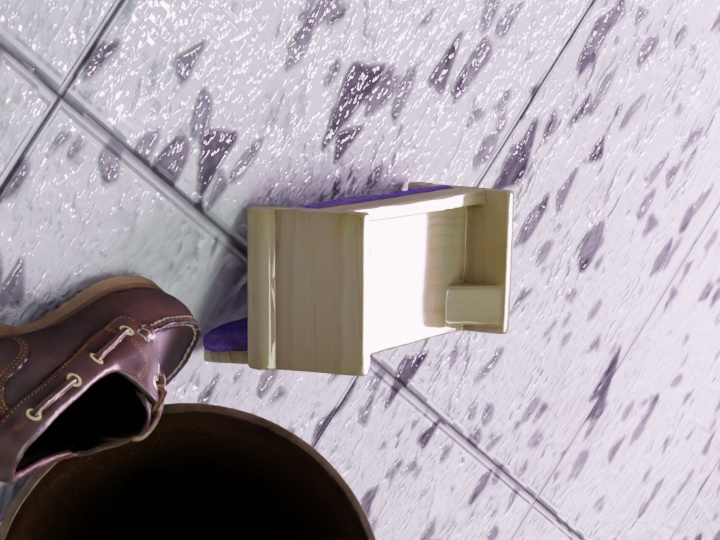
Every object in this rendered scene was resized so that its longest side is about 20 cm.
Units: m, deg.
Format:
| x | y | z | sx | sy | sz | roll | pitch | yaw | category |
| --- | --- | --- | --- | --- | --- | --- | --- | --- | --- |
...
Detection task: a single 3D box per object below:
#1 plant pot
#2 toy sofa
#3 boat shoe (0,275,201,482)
| x | y | z | sx | sy | sz | roll | pitch | yaw | category |
| --- | --- | --- | --- | --- | --- | --- | --- | --- | --- |
| -0.083 | 0.176 | 1.314 | 0.187 | 0.187 | 0.200 | -55 | 174 | -12 | plant pot |
| 0.000 | 0.000 | 1.390 | 0.200 | 0.097 | 0.083 | -12 | 105 | -63 | toy sofa |
| -0.123 | 0.054 | 1.172 | 0.200 | 0.070 | 0.071 | -22 | 138 | -60 | boat shoe |
